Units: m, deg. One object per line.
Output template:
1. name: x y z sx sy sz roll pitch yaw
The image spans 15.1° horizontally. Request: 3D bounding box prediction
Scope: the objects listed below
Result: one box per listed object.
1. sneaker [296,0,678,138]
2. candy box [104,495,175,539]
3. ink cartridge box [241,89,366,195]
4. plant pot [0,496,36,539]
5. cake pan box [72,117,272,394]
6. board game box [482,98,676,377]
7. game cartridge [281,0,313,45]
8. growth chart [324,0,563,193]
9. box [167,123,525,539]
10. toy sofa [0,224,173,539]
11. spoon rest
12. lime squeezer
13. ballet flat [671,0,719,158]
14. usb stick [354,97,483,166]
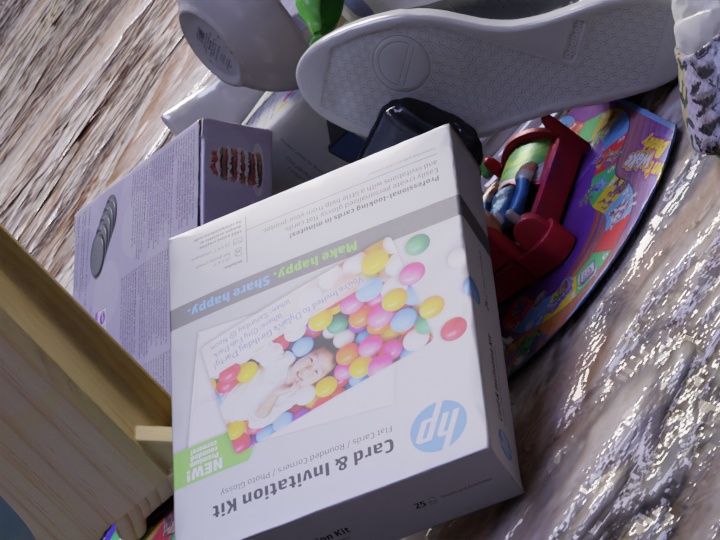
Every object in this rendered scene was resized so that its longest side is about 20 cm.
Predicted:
1. sneaker: 0.071 -0.117 1.352 0.200 0.071 0.099 -9 23 14
2. candy box: -0.099 0.178 1.311 0.200 0.077 0.169 -31 27 54
3. ink cartridge box: 0.021 -0.124 1.566 0.200 0.087 0.145 -39 22 35
4. plant pot: -0.227 0.176 1.493 0.200 0.141 0.141 -62 16 6
5. cake pan box: -0.110 0.035 1.530 0.184 0.052 0.200 -34 52 58
6. board game box: 0.074 -0.027 1.312 0.158 0.039 0.200 -53 17 3
7. game cartridge: 0.010 -0.210 1.568 0.130 0.038 0.200 -14 40 59
8. growth chart: 0.041 -0.141 1.435 0.145 0.200 0.018 -40 -17 20
9. box: -0.012 0.040 1.234 0.156 0.041 0.200 -22 45 18
10. toy sofa: -0.166 0.041 1.303 0.098 0.200 0.083 -41 15 8
11. spoon rest: -0.068 -0.123 1.501 0.061 0.099 0.200 -41 -6 -20
12. lime squeezer: 0.007 -0.128 1.427 0.071 0.200 0.038 -20 -11 1
13. ballet flat: 0.174 -0.142 1.225 0.072 0.072 0.200 -26 32 57
14. usb stick: 0.000 0.000 1.354 0.033 0.055 0.200 -72 8 -57
